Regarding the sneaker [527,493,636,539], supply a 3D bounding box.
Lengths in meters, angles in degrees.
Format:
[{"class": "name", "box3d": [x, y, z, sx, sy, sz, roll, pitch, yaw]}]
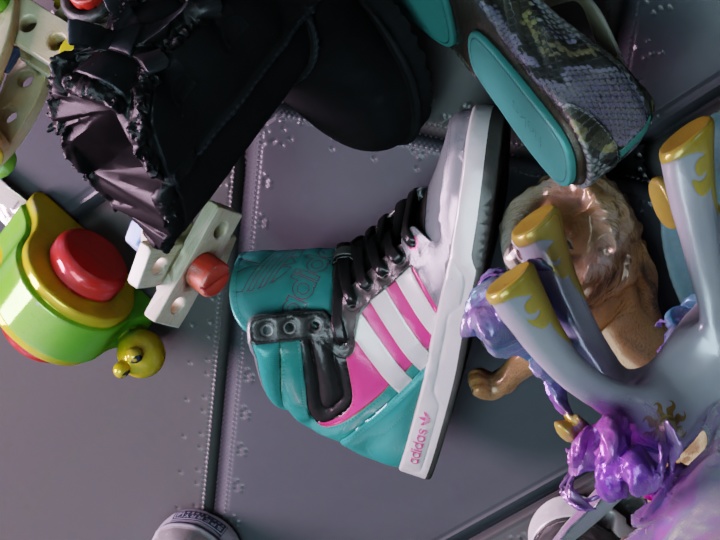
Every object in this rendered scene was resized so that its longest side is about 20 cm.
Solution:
[{"class": "sneaker", "box3d": [0.158, 0.191, 1.214, 0.200, 0.091, 0.066, 33, 120, 5]}]

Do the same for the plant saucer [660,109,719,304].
[{"class": "plant saucer", "box3d": [0.228, 0.000, 1.112, 0.201, 0.039, 0.201, 27, 138, 27]}]

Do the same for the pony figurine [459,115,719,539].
[{"class": "pony figurine", "box3d": [0.132, 0.063, 1.074, 0.193, 0.167, 0.200, -39, 106, -11]}]

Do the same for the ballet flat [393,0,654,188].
[{"class": "ballet flat", "box3d": [0.062, -0.120, 1.127, 0.200, 0.072, 0.072, 50, 123, 25]}]

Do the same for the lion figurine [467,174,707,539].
[{"class": "lion figurine", "box3d": [0.129, 0.047, 1.179, 0.200, 0.072, 0.122, 44, 123, -8]}]

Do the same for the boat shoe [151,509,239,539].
[{"class": "boat shoe", "box3d": [-0.105, 0.234, 1.335, 0.075, 0.086, 0.202, 17, 116, 14]}]

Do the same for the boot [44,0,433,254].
[{"class": "boot", "box3d": [-0.051, -0.077, 1.102, 0.073, 0.162, 0.198, 19, 151, 31]}]

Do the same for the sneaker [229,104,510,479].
[{"class": "sneaker", "box3d": [0.000, 0.000, 1.202, 0.121, 0.084, 0.200, 15, 118, 4]}]

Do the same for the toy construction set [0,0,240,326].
[{"class": "toy construction set", "box3d": [-0.133, -0.069, 1.188, 0.200, 0.092, 0.131, 35, 80, 15]}]

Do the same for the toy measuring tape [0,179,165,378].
[{"class": "toy measuring tape", "box3d": [-0.181, -0.012, 1.269, 0.200, 0.074, 0.074, 41, 120, 0]}]
